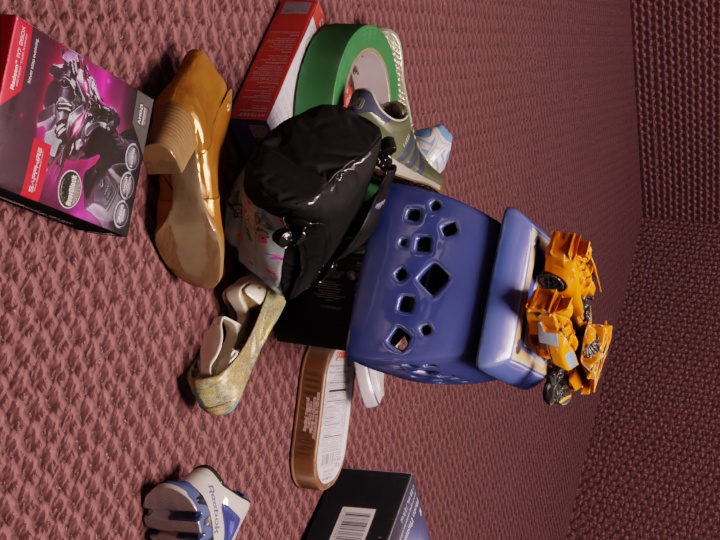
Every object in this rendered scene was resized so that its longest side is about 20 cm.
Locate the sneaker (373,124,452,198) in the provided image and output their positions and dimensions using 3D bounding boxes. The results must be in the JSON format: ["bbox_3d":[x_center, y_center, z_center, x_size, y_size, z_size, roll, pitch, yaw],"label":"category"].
[{"bbox_3d":[0.052,-0.132,1.503,0.072,0.200,0.073,49,63,-13],"label":"sneaker"}]

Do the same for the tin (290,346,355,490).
[{"bbox_3d":[-0.046,0.183,1.533,0.112,0.041,0.202,10,87,-73],"label":"tin"}]

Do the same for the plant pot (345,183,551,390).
[{"bbox_3d":[0.117,0.028,1.311,0.200,0.178,0.202,29,71,-63],"label":"plant pot"}]

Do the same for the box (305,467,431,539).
[{"bbox_3d":[0.013,0.407,1.596,0.201,0.122,0.200,-64,147,-47],"label":"box"}]

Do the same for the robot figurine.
[{"bbox_3d":[0.224,0.058,1.266,0.146,0.058,0.200,-66,149,-27],"label":"robot figurine"}]

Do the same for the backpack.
[{"bbox_3d":[-0.062,-0.066,1.217,0.166,0.127,0.201,-35,161,-28],"label":"backpack"}]

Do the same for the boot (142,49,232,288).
[{"bbox_3d":[-0.151,-0.097,1.147,0.202,0.070,0.145,81,20,-44],"label":"boot"}]

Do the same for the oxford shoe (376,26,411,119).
[{"bbox_3d":[0.026,-0.226,1.571,0.058,0.074,0.202,-121,-154,-62],"label":"oxford shoe"}]

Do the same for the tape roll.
[{"bbox_3d":[-0.013,-0.180,1.364,0.200,0.048,0.203,7,90,-69],"label":"tape roll"}]

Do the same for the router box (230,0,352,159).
[{"bbox_3d":[-0.069,-0.172,1.357,0.201,0.048,0.181,67,36,-52],"label":"router box"}]

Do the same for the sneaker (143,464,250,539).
[{"bbox_3d":[-0.154,0.285,1.225,0.115,0.080,0.201,-38,129,-58],"label":"sneaker"}]

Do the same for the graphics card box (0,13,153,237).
[{"bbox_3d":[-0.242,-0.107,0.936,0.200,0.050,0.127,30,68,-68],"label":"graphics card box"}]

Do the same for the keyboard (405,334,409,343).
[{"bbox_3d":[0.070,0.006,1.581,0.127,0.020,0.201,-55,-131,46],"label":"keyboard"}]

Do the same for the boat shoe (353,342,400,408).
[{"bbox_3d":[0.022,0.078,1.567,0.074,0.065,0.202,59,25,-73],"label":"boat shoe"}]

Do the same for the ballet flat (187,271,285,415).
[{"bbox_3d":[-0.129,0.056,1.256,0.071,0.070,0.201,69,34,-49],"label":"ballet flat"}]

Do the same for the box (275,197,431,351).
[{"bbox_3d":[0.000,0.000,1.442,0.200,0.147,0.125,-41,133,-57],"label":"box"}]

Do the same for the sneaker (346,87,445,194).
[{"bbox_3d":[0.042,-0.144,1.334,0.200,0.067,0.091,17,81,-56],"label":"sneaker"}]
